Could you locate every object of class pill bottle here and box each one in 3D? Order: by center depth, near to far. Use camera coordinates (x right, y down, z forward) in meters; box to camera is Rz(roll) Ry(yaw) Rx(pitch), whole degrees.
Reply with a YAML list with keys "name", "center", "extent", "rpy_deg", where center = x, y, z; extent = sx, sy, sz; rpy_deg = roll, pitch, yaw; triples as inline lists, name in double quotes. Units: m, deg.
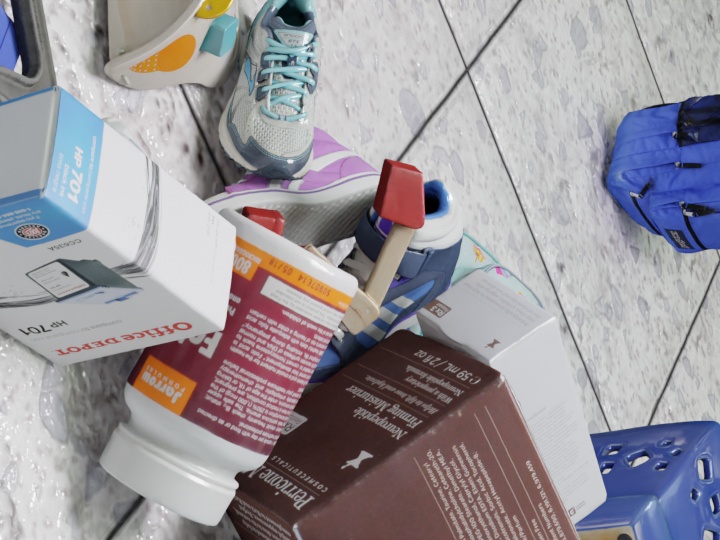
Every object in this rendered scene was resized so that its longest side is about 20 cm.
- name: "pill bottle"
  center: [-0.095, 0.068, 1.441]
  extent: [0.114, 0.114, 0.201]
  rpy_deg: [29, 89, -54]

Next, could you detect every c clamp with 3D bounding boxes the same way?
- name: "c clamp"
  center: [-0.249, -0.179, 1.362]
  extent: [0.171, 0.027, 0.201]
  rpy_deg: [30, 45, -61]

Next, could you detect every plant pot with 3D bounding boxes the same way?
- name: "plant pot"
  center: [0.257, 0.277, 1.997]
  extent: [0.180, 0.199, 0.201]
  rpy_deg: [-33, 109, -53]

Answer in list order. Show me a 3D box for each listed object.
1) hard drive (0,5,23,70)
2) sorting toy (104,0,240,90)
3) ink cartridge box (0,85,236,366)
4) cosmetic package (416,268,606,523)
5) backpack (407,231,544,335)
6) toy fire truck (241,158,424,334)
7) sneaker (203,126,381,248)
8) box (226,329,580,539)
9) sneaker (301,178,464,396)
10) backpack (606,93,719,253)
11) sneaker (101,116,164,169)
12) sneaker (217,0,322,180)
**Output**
- name: "hard drive"
  center: [-0.293, -0.189, 1.333]
  extent: [0.200, 0.025, 0.132]
  rpy_deg: [57, 25, -33]
- name: "sorting toy"
  center: [-0.131, -0.230, 1.615]
  extent: [0.180, 0.106, 0.201]
  rpy_deg: [48, 36, -72]
- name: "ink cartridge box"
  center: [-0.196, -0.024, 1.338]
  extent: [0.200, 0.146, 0.086]
  rpy_deg: [41, 44, -47]
- name: "cosmetic package"
  center: [0.121, 0.107, 1.623]
  extent: [0.074, 0.102, 0.201]
  rpy_deg: [-33, 129, -20]
- name: "backpack"
  center: [0.080, 0.064, 1.803]
  extent: [0.176, 0.153, 0.201]
  rpy_deg: [37, 42, -43]
- name: "toy fire truck"
  center: [-0.033, 0.009, 1.572]
  extent: [0.049, 0.140, 0.201]
  rpy_deg: [-125, -135, -78]
- name: "sneaker"
  center: [-0.079, -0.066, 1.664]
  extent: [0.200, 0.073, 0.114]
  rpy_deg: [-12, 48, -42]
- name: "box"
  center: [0.025, 0.178, 1.555]
  extent: [0.200, 0.166, 0.165]
  rpy_deg: [-34, 115, -19]
- name: "sneaker"
  center: [0.000, 0.000, 1.644]
  extent: [0.200, 0.081, 0.147]
  rpy_deg: [-31, 145, -28]
- name: "backpack"
  center: [0.383, -0.110, 2.361]
  extent: [0.163, 0.199, 0.169]
  rpy_deg: [51, 48, -43]
- name: "sneaker"
  center: [-0.149, -0.028, 1.510]
  extent: [0.087, 0.075, 0.201]
  rpy_deg: [-87, 158, -57]
- name: "sneaker"
  center: [-0.068, -0.156, 1.648]
  extent: [0.201, 0.077, 0.087]
  rpy_deg: [-93, -162, -45]
